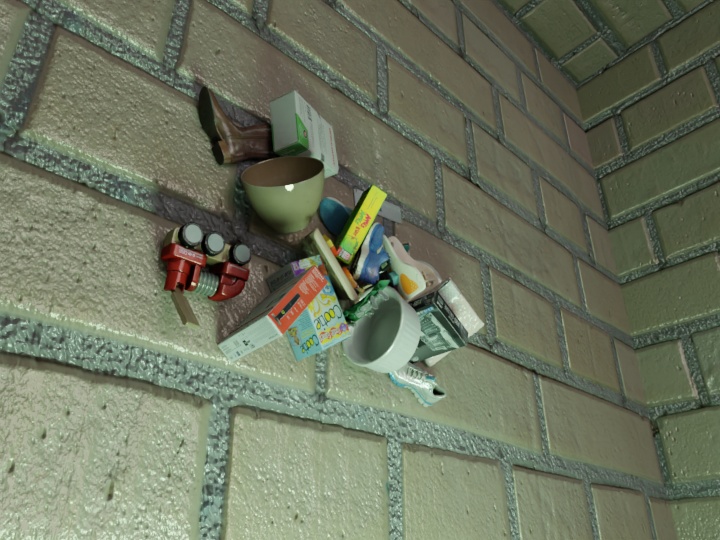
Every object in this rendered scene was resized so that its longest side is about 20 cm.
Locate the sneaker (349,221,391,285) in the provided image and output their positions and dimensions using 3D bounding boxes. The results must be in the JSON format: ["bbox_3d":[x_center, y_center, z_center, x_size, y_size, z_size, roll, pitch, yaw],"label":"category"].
[{"bbox_3d":[0.033,-0.037,1.372,0.087,0.079,0.203,29,45,-11],"label":"sneaker"}]

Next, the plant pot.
[{"bbox_3d":[-0.174,-0.172,1.301,0.200,0.195,0.138,-44,137,-47],"label":"plant pot"}]

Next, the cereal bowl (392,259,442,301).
[{"bbox_3d":[0.189,0.060,1.615,0.197,0.082,0.206,24,54,-37],"label":"cereal bowl"}]

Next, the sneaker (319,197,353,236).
[{"bbox_3d":[-0.031,-0.131,1.498,0.198,0.077,0.082,38,22,-19],"label":"sneaker"}]

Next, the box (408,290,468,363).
[{"bbox_3d":[0.161,0.155,1.442,0.159,0.197,0.050,50,38,-21],"label":"box"}]

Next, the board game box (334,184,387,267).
[{"bbox_3d":[-0.010,-0.110,1.396,0.047,0.101,0.204,30,80,-11],"label":"board game box"}]

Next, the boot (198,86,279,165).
[{"bbox_3d":[-0.286,-0.354,1.343,0.197,0.063,0.193,-21,99,-46],"label":"boot"}]

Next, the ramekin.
[{"bbox_3d":[0.055,0.150,1.352,0.097,0.197,0.206,31,50,-38],"label":"ramekin"}]

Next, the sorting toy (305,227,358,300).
[{"bbox_3d":[-0.067,-0.015,1.328,0.036,0.200,0.188,-31,95,-9],"label":"sorting toy"}]

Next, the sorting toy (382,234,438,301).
[{"bbox_3d":[0.113,-0.014,1.477,0.184,0.105,0.199,62,16,8],"label":"sorting toy"}]

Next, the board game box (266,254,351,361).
[{"bbox_3d":[-0.119,0.085,1.268,0.102,0.104,0.206,-17,83,-48],"label":"board game box"}]

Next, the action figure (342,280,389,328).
[{"bbox_3d":[-0.008,0.101,1.305,0.117,0.199,0.055,-32,85,-38],"label":"action figure"}]

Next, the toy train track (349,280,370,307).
[{"bbox_3d":[0.000,0.000,1.418,0.032,0.114,0.205,31,56,-23],"label":"toy train track"}]

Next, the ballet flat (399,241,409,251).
[{"bbox_3d":[0.070,-0.052,1.566,0.067,0.069,0.198,39,37,16],"label":"ballet flat"}]

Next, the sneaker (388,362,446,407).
[{"bbox_3d":[0.156,0.286,1.466,0.198,0.086,0.077,39,49,-24],"label":"sneaker"}]

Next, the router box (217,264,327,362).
[{"bbox_3d":[-0.180,0.089,1.131,0.049,0.198,0.180,50,43,-10],"label":"router box"}]

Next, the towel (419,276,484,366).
[{"bbox_3d":[0.220,0.145,1.522,0.192,0.198,0.032,50,9,-23],"label":"towel"}]

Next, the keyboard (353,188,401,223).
[{"bbox_3d":[0.054,-0.192,1.657,0.196,0.011,0.058,16,65,-40],"label":"keyboard"}]

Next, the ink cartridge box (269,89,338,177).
[{"bbox_3d":[-0.144,-0.341,1.425,0.199,0.082,0.151,30,48,-59],"label":"ink cartridge box"}]

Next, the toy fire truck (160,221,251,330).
[{"bbox_3d":[-0.313,0.026,1.099,0.173,0.127,0.207,23,67,-37],"label":"toy fire truck"}]
